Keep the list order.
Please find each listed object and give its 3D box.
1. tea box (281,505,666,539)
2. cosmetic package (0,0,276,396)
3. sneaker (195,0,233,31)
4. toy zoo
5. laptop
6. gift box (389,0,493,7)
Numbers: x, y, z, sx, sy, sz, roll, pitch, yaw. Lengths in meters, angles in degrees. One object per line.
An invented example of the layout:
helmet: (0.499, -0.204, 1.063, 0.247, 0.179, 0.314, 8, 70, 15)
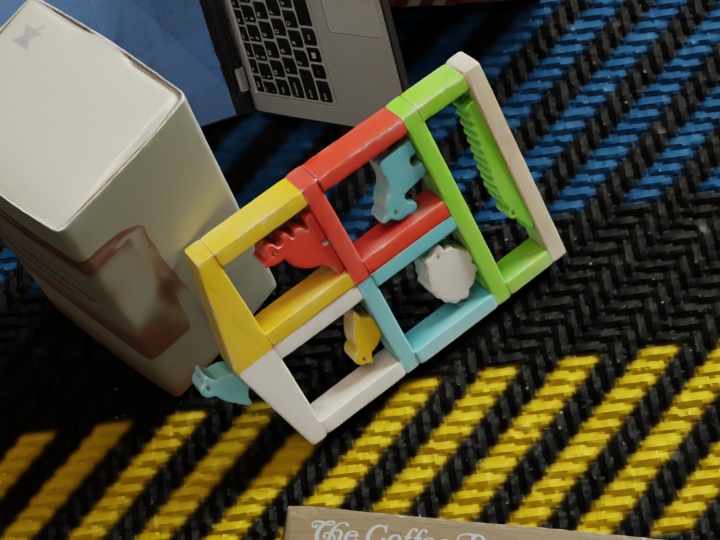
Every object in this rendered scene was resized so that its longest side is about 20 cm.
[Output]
tea box: (0.060, 0.219, 0.710, 0.199, 0.134, 0.198, 3, 65, 11)
cosmetic package: (-0.123, -0.028, 0.818, 0.103, 0.200, 0.087, 34, 74, 24)
sneaker: (-0.146, -0.180, 0.973, 0.199, 0.075, 0.085, 9, 61, 4)
toy zoo: (0.000, 0.000, 0.828, 0.200, 0.132, 0.020, -36, 36, -9)
laptop: (-0.096, -0.139, 0.856, 0.199, 0.188, 0.116, 14, 41, 42)
gift box: (0.043, -0.272, 0.889, 0.184, 0.200, 0.188, -5, 61, -28)
